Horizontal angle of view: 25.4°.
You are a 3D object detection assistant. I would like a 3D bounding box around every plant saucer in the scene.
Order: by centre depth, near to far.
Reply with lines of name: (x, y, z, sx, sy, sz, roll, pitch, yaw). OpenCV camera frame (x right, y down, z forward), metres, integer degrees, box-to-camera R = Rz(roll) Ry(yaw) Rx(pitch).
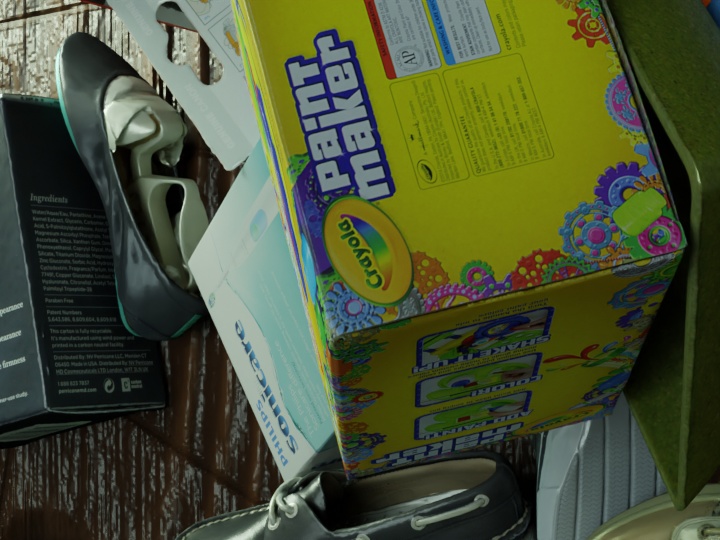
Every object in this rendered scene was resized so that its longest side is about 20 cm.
plant saucer: (0.115, -0.041, 0.635, 0.048, 0.200, 0.200, -15, 49, -4)

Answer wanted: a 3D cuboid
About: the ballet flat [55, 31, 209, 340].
ballet flat: (-0.129, -0.058, 0.974, 0.073, 0.073, 0.200, -18, 84, 34)

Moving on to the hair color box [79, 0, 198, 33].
hair color box: (-0.151, -0.206, 0.909, 0.061, 0.200, 0.102, 34, 108, 43)

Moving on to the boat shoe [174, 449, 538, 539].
boat shoe: (-0.011, 0.130, 0.820, 0.200, 0.074, 0.060, -6, 119, 21)

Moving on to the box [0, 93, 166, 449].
box: (-0.223, 0.006, 1.016, 0.148, 0.104, 0.200, -16, 79, 35)

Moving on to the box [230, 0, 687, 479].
box: (0.026, -0.048, 0.623, 0.122, 0.193, 0.200, -14, 69, -4)

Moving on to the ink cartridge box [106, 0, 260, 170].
ink cartridge box: (-0.024, -0.161, 0.869, 0.200, 0.050, 0.162, -38, 65, 5)

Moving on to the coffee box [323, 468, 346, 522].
coffee box: (-0.055, 0.211, 0.923, 0.200, 0.044, 0.123, -38, 68, 28)

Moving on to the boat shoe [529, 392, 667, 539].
boat shoe: (0.116, 0.066, 0.794, 0.071, 0.072, 0.200, -147, 59, -65)

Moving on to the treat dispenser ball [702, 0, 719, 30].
treat dispenser ball: (0.232, -0.088, 0.628, 0.201, 0.201, 0.201, -2, 87, 36)

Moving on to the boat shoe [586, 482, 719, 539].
boat shoe: (0.187, 0.139, 0.716, 0.200, 0.063, 0.073, -12, 116, 30)

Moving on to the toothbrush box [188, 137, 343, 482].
toothbrush box: (0.000, 0.000, 0.822, 0.146, 0.085, 0.200, 63, 145, 20)
